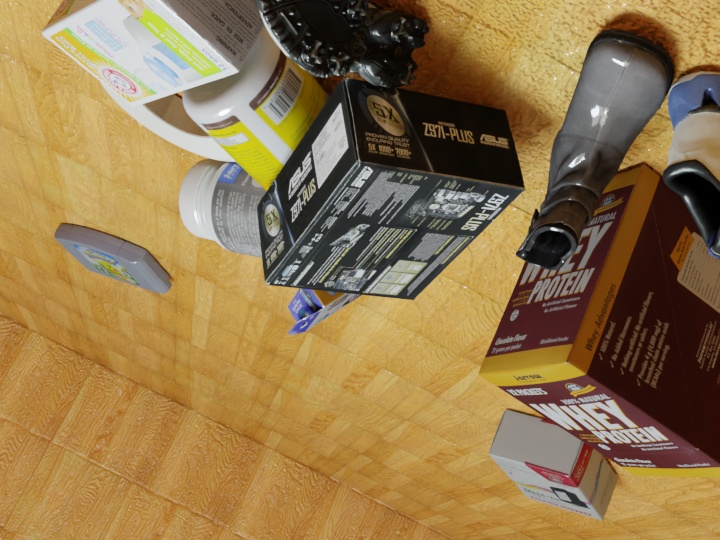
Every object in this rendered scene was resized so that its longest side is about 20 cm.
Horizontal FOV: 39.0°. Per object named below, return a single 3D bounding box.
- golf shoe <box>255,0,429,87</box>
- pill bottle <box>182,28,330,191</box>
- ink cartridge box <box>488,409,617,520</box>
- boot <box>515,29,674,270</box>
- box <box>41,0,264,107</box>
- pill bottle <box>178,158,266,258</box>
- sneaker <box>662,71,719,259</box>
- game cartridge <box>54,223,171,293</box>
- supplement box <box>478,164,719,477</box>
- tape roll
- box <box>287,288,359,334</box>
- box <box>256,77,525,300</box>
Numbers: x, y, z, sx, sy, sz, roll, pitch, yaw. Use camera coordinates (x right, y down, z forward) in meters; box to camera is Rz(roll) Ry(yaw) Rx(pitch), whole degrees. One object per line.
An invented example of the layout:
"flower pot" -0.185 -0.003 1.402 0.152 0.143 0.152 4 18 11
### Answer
"golf shoe" -0.032 -0.188 0.770 0.094 0.078 0.199 27 -172 30
"pill bottle" -0.070 -0.132 0.973 0.109 0.110 0.200 7 152 41
"ink cartridge box" 0.315 0.317 1.644 0.145 0.083 0.200 10 154 35
"boot" 0.175 -0.080 0.777 0.069 0.132 0.200 22 159 11
"box" -0.171 -0.227 0.875 0.112 0.102 0.199 39 156 -31
"pill bottle" -0.104 -0.070 1.158 0.199 0.115 0.114 11 155 33
"sneaker" 0.300 -0.051 0.721 0.198 0.116 0.081 21 161 8
"game cartridge" -0.438 -0.024 1.784 0.198 0.041 0.134 16 154 26
"supplement box" 0.249 0.052 0.915 0.199 0.199 0.133 33 158 -18
"tape roll" -0.189 -0.189 1.083 0.201 0.037 0.203 23 160 9
"box" 0.000 0.000 1.098 0.042 0.199 0.119 57 160 7
"box" 0.020 -0.063 0.901 0.162 0.087 0.200 6 148 -26
